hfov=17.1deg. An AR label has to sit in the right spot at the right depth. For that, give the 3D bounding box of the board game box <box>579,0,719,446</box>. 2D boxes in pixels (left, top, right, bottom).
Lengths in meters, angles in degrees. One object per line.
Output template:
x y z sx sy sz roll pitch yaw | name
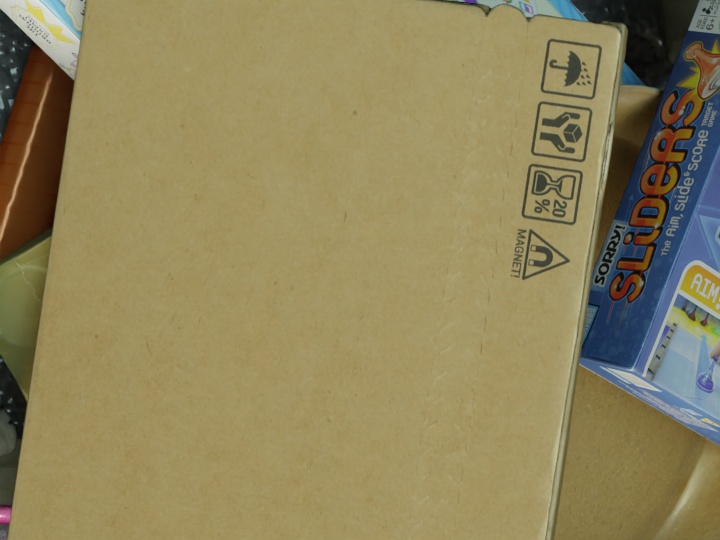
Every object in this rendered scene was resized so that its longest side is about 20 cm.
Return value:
0.165 0.005 0.828 0.200 0.034 0.136 30 78 -40 | board game box

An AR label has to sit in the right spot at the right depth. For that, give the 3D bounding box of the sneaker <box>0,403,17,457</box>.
-0.200 0.037 0.683 0.200 0.076 0.091 28 78 -17 | sneaker

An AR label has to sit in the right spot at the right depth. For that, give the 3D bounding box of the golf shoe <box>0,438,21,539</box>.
-0.168 0.113 0.752 0.200 0.091 0.075 -28 104 -19 | golf shoe

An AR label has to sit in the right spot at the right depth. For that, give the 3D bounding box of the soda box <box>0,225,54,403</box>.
-0.046 0.072 0.767 0.068 0.064 0.200 -31 92 1 | soda box

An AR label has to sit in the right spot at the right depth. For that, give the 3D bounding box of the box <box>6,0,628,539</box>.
-0.015 0.014 0.713 0.163 0.021 0.200 9 91 7 | box

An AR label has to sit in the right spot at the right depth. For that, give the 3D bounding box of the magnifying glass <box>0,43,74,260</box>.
-0.093 -0.094 0.812 0.080 0.022 0.200 19 87 -32 | magnifying glass

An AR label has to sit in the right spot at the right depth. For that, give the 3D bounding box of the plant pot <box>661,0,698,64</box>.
0.181 -0.195 0.864 0.187 0.187 0.200 -9 82 -24 | plant pot

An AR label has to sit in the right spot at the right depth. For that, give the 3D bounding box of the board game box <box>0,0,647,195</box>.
-0.005 -0.071 0.786 0.200 0.034 0.135 45 72 -20 | board game box

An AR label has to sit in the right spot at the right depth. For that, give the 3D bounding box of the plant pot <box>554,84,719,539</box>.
0.071 0.037 0.797 0.200 0.027 0.200 -9 104 -38 | plant pot
